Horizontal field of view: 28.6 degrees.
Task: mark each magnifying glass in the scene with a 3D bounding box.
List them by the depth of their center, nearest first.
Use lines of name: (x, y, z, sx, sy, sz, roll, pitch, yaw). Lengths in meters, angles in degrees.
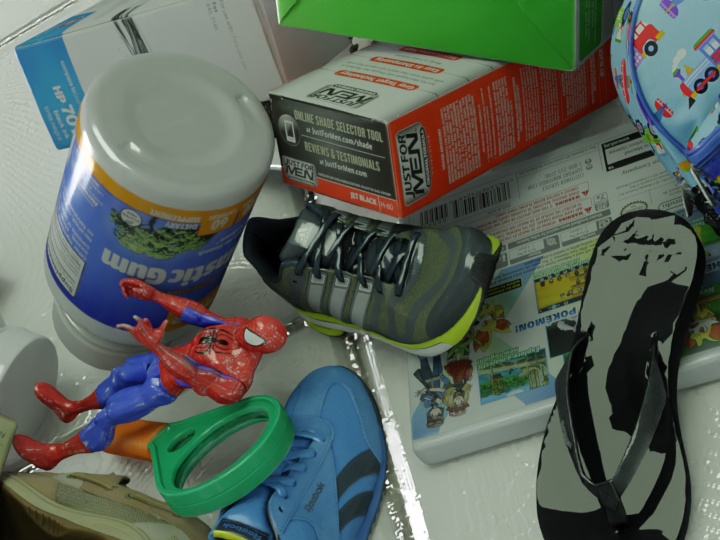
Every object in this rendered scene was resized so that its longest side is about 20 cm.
magnifying glass: (-0.102, 0.101, 0.808, 0.080, 0.022, 0.200, -44, 22, -25)

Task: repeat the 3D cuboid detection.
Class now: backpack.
backpack: (0.212, -0.096, 0.655, 0.182, 0.134, 0.200, -43, 77, 16)

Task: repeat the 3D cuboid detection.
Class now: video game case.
video game case: (0.117, 0.003, 0.793, 0.199, 0.022, 0.183, -19, 46, 19)

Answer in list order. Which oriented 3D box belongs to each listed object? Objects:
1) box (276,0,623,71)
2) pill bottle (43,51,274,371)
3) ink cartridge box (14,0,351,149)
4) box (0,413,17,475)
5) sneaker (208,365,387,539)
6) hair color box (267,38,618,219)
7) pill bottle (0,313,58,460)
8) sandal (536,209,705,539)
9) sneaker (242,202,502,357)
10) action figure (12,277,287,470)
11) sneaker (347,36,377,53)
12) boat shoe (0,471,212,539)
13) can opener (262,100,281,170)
box: (0.073, -0.209, 0.846, 0.199, 0.097, 0.176, 13, 35, 27)
pill bottle: (-0.130, -0.025, 0.855, 0.200, 0.111, 0.113, 118, 159, -48)
ink cartridge box: (-0.119, -0.165, 1.008, 0.199, 0.086, 0.146, -8, 22, 27)
box: (-0.306, 0.182, 0.826, 0.176, 0.096, 0.201, -33, 35, 42)
sneaker: (-0.037, 0.125, 0.753, 0.066, 0.079, 0.201, -10, 48, 29)
hair color box: (0.054, -0.104, 0.835, 0.199, 0.062, 0.101, -29, 33, -35)
pill bottle: (-0.307, 0.055, 0.933, 0.199, 0.112, 0.113, 17, 62, 14)
sandal: (0.125, 0.061, 0.697, 0.076, 0.043, 0.201, -2, 67, 27)
sneaker: (0.000, 0.000, 0.798, 0.199, 0.081, 0.074, -4, 62, 54)
action figure: (-0.134, 0.049, 0.806, 0.199, 0.099, 0.066, -20, 40, 30)
sneaker: (0.041, -0.172, 0.959, 0.090, 0.067, 0.201, -25, 42, 18)
boat shoe: (-0.157, 0.152, 0.825, 0.065, 0.073, 0.199, -21, 16, -38)
can opener: (-0.060, -0.084, 0.965, 0.199, 0.067, 0.053, 12, 60, 50)
